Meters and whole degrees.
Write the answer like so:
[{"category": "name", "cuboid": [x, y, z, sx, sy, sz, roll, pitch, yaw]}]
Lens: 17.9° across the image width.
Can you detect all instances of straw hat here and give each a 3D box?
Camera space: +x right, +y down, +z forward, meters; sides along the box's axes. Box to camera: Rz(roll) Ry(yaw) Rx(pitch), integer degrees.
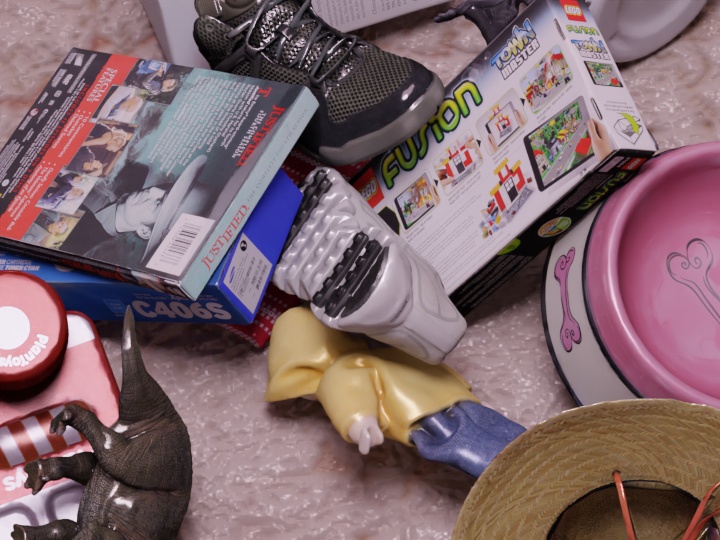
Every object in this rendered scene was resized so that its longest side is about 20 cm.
[{"category": "straw hat", "cuboid": [0.144, 0.147, 1.234, 0.201, 0.201, 0.085, -7, 14, 0]}]

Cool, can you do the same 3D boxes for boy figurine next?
[{"category": "boy figurine", "cuboid": [0.022, 0.081, 1.298, 0.200, 0.064, 0.124, 25, 19, 26]}]

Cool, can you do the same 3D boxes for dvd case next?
[{"category": "dvd case", "cuboid": [-0.136, -0.061, 1.354, 0.200, 0.022, 0.146, 12, 61, 40]}]

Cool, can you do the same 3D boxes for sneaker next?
[{"category": "sneaker", "cuboid": [0.000, 0.000, 1.328, 0.075, 0.081, 0.200, -54, 26, 8]}, {"category": "sneaker", "cuboid": [-0.036, -0.128, 1.366, 0.076, 0.114, 0.199, -45, 32, -16]}]

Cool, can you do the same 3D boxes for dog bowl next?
[{"category": "dog bowl", "cuboid": [0.207, 0.015, 1.296, 0.200, 0.074, 0.200, 3, 70, -10]}]

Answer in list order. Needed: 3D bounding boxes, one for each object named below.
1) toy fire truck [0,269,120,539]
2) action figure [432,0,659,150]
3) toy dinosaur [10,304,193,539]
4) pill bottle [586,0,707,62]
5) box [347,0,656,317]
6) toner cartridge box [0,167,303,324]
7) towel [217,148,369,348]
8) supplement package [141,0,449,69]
[{"category": "toy fire truck", "cuboid": [-0.221, 0.106, 1.299, 0.200, 0.112, 0.168, -20, 76, -13]}, {"category": "action figure", "cuboid": [0.120, -0.077, 1.399, 0.119, 0.102, 0.200, -22, 91, -43]}, {"category": "toy dinosaur", "cuboid": [-0.129, 0.122, 1.255, 0.102, 0.077, 0.200, 6, 80, -37]}, {"category": "pill bottle", "cuboid": [0.134, -0.240, 1.505, 0.120, 0.120, 0.200, -31, 56, -17]}, {"category": "box", "cuboid": [0.076, -0.058, 1.329, 0.035, 0.200, 0.110, 2, 57, -42]}, {"category": "toner cartridge box", "cuboid": [-0.139, -0.019, 1.368, 0.200, 0.043, 0.095, 0, 54, 33]}, {"category": "towel", "cuboid": [-0.063, -0.051, 1.444, 0.145, 0.022, 0.200, 26, 60, 22]}, {"category": "supplement package", "cuboid": [-0.057, -0.248, 1.494, 0.200, 0.152, 0.151, -18, 42, -8]}]
